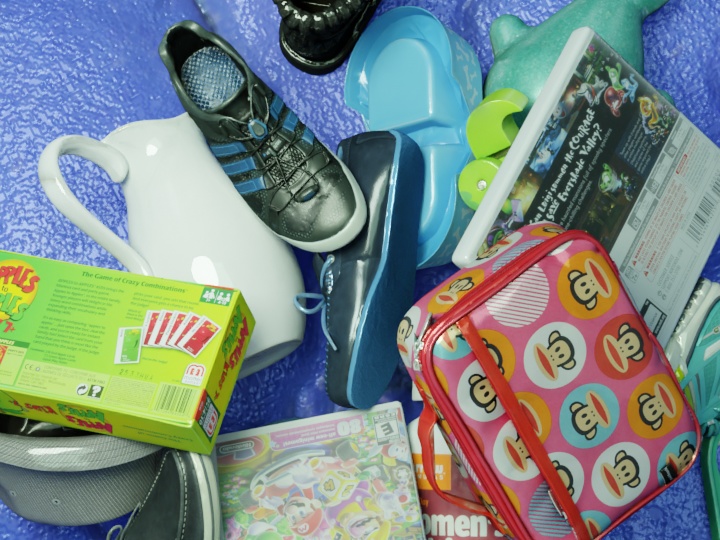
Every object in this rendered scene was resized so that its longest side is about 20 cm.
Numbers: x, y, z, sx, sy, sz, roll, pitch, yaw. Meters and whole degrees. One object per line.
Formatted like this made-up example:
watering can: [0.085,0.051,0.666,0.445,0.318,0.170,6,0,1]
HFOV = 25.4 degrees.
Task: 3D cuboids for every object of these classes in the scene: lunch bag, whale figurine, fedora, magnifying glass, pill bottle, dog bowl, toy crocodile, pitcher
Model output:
lunch bag: [0.114,0.086,1.060,0.175,0.082,0.201,-34,107,-10]
whale figurine: [0.172,-0.159,1.218,0.158,0.104,0.201,28,80,4]
fedora: [-0.215,0.122,1.153,0.198,0.177,0.091,7,114,14]
magnifying glass: [0.280,0.194,1.199,0.079,0.022,0.202,18,84,-9]
pill bottle: [0.082,0.164,1.151,0.108,0.110,0.202,0,85,-1]
dog bowl: [0.044,-0.096,1.207,0.049,0.111,0.202,7,77,-45]
toy crocodile: [0.123,-0.031,1.154,0.061,0.067,0.202,-18,93,31]
pitcher: [-0.136,-0.017,1.162,0.171,0.121,0.201,-15,75,-45]

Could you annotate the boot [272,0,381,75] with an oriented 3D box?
boot: [-0.002,-0.254,1.202,0.079,0.158,0.213,21,81,3]

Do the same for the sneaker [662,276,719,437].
sneaker: [0.231,0.103,1.180,0.079,0.077,0.201,33,83,-7]

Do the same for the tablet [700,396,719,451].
tablet: [0.178,0.095,1.221,0.198,0.014,0.131,-17,81,-5]

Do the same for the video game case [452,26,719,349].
video game case: [0.175,-0.039,1.139,0.181,0.023,0.201,38,71,-24]

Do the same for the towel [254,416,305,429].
towel: [-0.040,0.190,1.128,0.111,0.049,0.200,-20,48,-20]

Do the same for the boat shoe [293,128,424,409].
boat shoe: [0.000,0.000,1.155,0.068,0.084,0.202,5,74,27]

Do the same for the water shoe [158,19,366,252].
water shoe: [-0.077,-0.092,1.119,0.071,0.079,0.200,-44,69,2]

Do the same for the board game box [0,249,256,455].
board game box: [-0.181,0.052,1.078,0.198,0.048,0.102,9,62,18]

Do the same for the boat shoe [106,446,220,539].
boat shoe: [-0.143,0.201,1.096,0.062,0.075,0.202,4,117,-30]

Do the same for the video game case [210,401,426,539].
video game case: [-0.026,0.186,1.079,0.142,0.018,0.201,-11,51,1]
